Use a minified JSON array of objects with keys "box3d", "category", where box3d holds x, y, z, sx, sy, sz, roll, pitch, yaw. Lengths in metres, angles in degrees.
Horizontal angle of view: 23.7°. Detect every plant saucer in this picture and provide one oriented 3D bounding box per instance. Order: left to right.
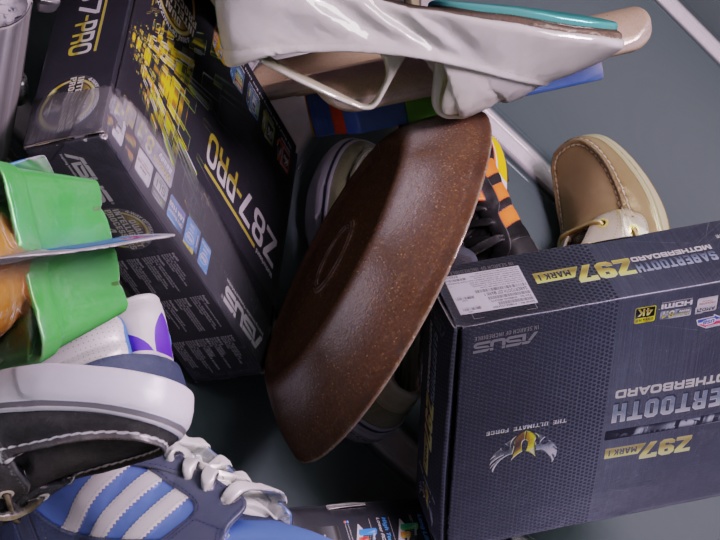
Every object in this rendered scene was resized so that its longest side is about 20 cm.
[{"box3d":[0.000,0.000,0.870,0.037,0.200,0.200,27,48,-11],"category":"plant saucer"}]

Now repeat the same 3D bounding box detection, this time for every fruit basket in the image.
[{"box3d":[-0.209,0.005,0.717,0.200,0.185,0.094,-4,83,-44],"category":"fruit basket"}]

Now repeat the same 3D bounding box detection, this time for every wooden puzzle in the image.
[{"box3d":[0.044,-0.109,0.966,0.185,0.200,0.046,-14,101,-13],"category":"wooden puzzle"}]

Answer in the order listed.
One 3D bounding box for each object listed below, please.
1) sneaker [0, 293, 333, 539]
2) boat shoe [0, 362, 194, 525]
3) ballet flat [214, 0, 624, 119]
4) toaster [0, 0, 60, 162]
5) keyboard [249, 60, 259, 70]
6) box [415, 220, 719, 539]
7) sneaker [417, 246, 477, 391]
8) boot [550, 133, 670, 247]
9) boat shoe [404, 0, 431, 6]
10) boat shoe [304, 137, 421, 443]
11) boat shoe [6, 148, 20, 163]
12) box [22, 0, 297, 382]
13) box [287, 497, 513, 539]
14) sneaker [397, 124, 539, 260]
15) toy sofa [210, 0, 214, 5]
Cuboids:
[{"box3d":[-0.085,0.078,0.764,0.081,0.200,0.147,34,57,-60],"category":"sneaker"},{"box3d":[-0.158,0.080,0.718,0.069,0.200,0.057,37,50,-55],"category":"boat shoe"},{"box3d":[0.025,-0.107,0.836,0.200,0.069,0.069,10,53,-3],"category":"ballet flat"},{"box3d":[-0.242,-0.117,0.778,0.200,0.129,0.114,4,49,-24],"category":"toaster"},{"box3d":[-0.110,-0.151,0.943,0.011,0.056,0.200,45,4,32],"category":"keyboard"},{"box3d":[0.130,0.058,0.882,0.200,0.158,0.051,-8,40,-13],"category":"box"},{"box3d":[0.079,0.055,0.941,0.200,0.081,0.074,69,19,-50],"category":"sneaker"},{"box3d":[0.130,-0.001,1.104,0.155,0.072,0.200,2,66,-39],"category":"boot"},{"box3d":[-0.023,-0.191,1.024,0.068,0.075,0.200,-13,35,-44],"category":"boat shoe"},{"box3d":[0.014,0.003,1.002,0.072,0.062,0.200,17,54,-33],"category":"boat shoe"},{"box3d":[-0.162,-0.011,0.859,0.200,0.057,0.067,54,42,0],"category":"boat shoe"},{"box3d":[-0.096,-0.063,0.888,0.200,0.049,0.161,61,29,-46],"category":"box"},{"box3d":[0.032,0.218,0.893,0.159,0.046,0.200,2,63,-41],"category":"box"},{"box3d":[0.057,-0.037,1.025,0.090,0.070,0.200,49,19,-41],"category":"sneaker"},{"box3d":[-0.064,-0.198,0.847,0.098,0.083,0.200,62,3,15],"category":"toy sofa"}]
